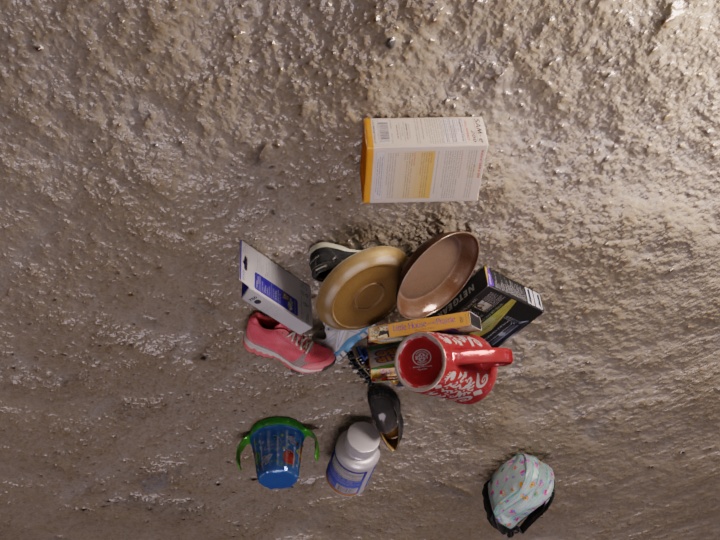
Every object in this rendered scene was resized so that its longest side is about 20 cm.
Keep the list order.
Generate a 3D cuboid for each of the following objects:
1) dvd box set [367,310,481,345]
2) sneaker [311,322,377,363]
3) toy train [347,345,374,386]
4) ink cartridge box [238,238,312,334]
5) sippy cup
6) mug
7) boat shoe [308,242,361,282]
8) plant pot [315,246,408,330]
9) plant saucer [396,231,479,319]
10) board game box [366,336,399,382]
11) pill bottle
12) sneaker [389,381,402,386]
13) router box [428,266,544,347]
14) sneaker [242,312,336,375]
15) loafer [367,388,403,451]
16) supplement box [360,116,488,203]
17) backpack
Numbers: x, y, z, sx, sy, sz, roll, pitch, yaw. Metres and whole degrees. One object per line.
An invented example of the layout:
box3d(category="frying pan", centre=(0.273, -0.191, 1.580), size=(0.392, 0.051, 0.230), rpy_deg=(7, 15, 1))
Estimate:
box3d(category="dvd box set", centre=(0.127, 0.113, 1.708), size=(0.197, 0.030, 0.146), rpy_deg=(-10, 169, 15))
box3d(category="sneaker", centre=(-0.028, 0.102, 1.773), size=(0.086, 0.075, 0.200), rpy_deg=(36, 119, -13))
box3d(category="toy train", centre=(0.010, 0.203, 1.887), size=(0.045, 0.034, 0.200), rpy_deg=(-25, 153, 4))
box3d(category="ink cartridge box", centre=(-0.167, 0.033, 1.650), size=(0.039, 0.100, 0.200), rpy_deg=(-28, 134, 26))
box3d(category="sippy cup", centre=(-0.195, 0.437, 2.089), size=(0.177, 0.132, 0.139), rpy_deg=(-32, 132, 29))
box3d(category="mug", centre=(0.170, 0.162, 1.645), size=(0.177, 0.134, 0.199), rpy_deg=(-44, 151, 19))
box3d(category="boat shoe", centre=(0.000, 0.000, 1.658), size=(0.197, 0.068, 0.072), rpy_deg=(7, 135, -18))
box3d(category="plant pot", centre=(0.012, 0.041, 1.636), size=(0.198, 0.028, 0.202), rpy_deg=(-20, 138, -18))
box3d(category="plant saucer", centre=(0.136, 0.002, 1.646), size=(0.199, 0.037, 0.202), rpy_deg=(-28, 143, -23))
box3d(category="board game box", centre=(0.063, 0.172, 1.775), size=(0.094, 0.200, 0.030), rpy_deg=(-5, 110, -1))
box3d(category="pill bottle", centre=(-0.014, 0.453, 2.143), size=(0.110, 0.113, 0.201), rpy_deg=(5, 137, -12))
box3d(category="sneaker", centre=(0.102, 0.203, 1.876), size=(0.199, 0.088, 0.076), rpy_deg=(20, 95, -51))
box3d(category="router box", centre=(0.248, 0.093, 1.803), size=(0.156, 0.053, 0.200), rpy_deg=(23, 132, -29))
box3d(category="sneaker", centre=(-0.143, 0.143, 1.769), size=(0.197, 0.074, 0.088), rpy_deg=(17, 126, 9))
box3d(category="loafer", centre=(0.064, 0.345, 2.057), size=(0.072, 0.073, 0.201), rpy_deg=(-14, 138, 11))
box3d(category="supplement box", centre=(0.101, -0.181, 1.454), size=(0.197, 0.074, 0.127), rpy_deg=(-1, 139, -5))
box3d(category="backpack", centre=(0.411, 0.571, 2.302), size=(0.126, 0.168, 0.200), rpy_deg=(28, 123, -27))
